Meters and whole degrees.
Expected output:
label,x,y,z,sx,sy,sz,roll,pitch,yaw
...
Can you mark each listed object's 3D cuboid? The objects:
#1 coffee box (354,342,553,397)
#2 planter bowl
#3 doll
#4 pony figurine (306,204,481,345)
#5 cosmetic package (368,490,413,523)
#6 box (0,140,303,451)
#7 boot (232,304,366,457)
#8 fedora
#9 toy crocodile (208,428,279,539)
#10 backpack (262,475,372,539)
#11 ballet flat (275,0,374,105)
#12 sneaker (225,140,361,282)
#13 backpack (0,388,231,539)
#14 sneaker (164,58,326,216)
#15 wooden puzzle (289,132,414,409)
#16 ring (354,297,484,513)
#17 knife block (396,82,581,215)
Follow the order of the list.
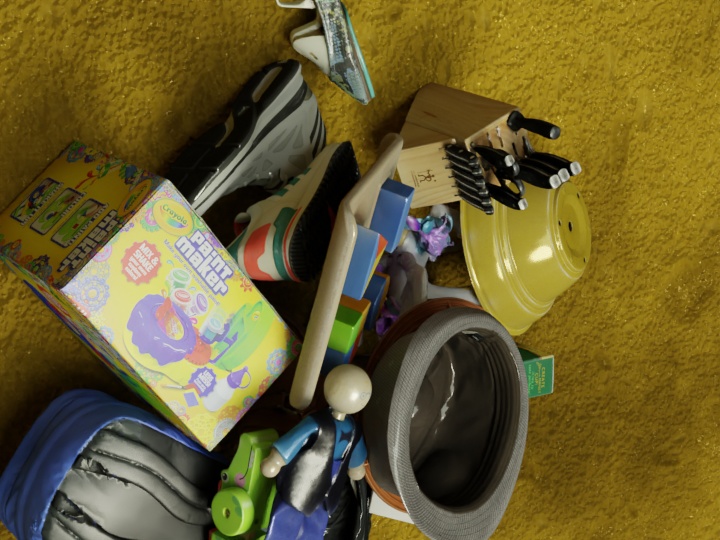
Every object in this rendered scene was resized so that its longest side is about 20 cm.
label,x,y,z,sx,sy,sz,roll,pitch,yaw
coffee box,0.087,0.107,1.428,0.198,0.123,0.045,-8,104,-32
planter bowl,0.182,-0.039,1.420,0.200,0.083,0.203,24,62,-56
doll,-0.036,0.171,1.139,0.136,0.048,0.202,5,104,-54
pony figurine,0.040,0.011,1.366,0.199,0.165,0.196,18,72,-42
cosmetic package,0.046,0.195,1.384,0.050,0.200,0.084,10,87,6
box,-0.184,0.016,1.169,0.122,0.192,0.201,-47,123,-15
boot,-0.085,0.119,1.255,0.156,0.199,0.077,-56,176,-49
fedora,0.061,0.129,1.190,0.176,0.090,0.203,23,74,-42
toy crocodile,-0.102,0.228,1.173,0.067,0.061,0.203,-10,113,-50
backpack,-0.051,0.227,1.343,0.125,0.167,0.203,10,99,9
ballet flat,-0.042,-0.242,1.286,0.074,0.074,0.202,-28,115,-26
sneaker,-0.062,-0.055,1.232,0.200,0.092,0.071,-63,143,-54
backpack,-0.216,0.200,1.207,0.200,0.167,0.164,36,76,-43
sneaker,-0.092,-0.087,1.265,0.201,0.075,0.116,-52,127,-27
wooden puzzle,0.000,0.000,1.182,0.046,0.200,0.187,18,117,5
ring,0.075,0.125,1.272,0.199,0.019,0.203,-7,102,-38
knife block,0.125,-0.122,1.315,0.201,0.173,0.065,-67,143,-55
